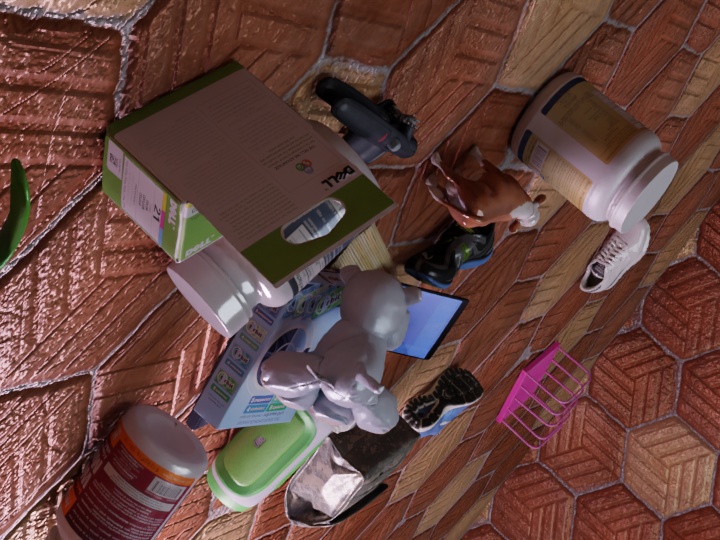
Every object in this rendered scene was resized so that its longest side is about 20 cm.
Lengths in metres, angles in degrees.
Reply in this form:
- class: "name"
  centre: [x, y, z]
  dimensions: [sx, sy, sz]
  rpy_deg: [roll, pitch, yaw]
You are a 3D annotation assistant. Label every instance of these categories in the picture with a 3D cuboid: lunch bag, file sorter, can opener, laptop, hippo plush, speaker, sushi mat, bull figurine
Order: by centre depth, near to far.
- class: "can opener"
  centre: [0.009, -0.149, 1.304]
  dimensions: [0.079, 0.063, 0.200]
  rpy_deg: [-50, 161, 5]
- class: "hippo plush"
  centre: [-0.019, 0.075, 1.444]
  dimensions: [0.200, 0.157, 0.163]
  rpy_deg: [74, 31, -66]
- class: "bull figurine"
  centre: [0.159, -0.100, 1.637]
  dimensions: [0.065, 0.121, 0.199]
  rpy_deg: [-55, 160, 21]
- class: "sushi mat"
  centre: [0.000, 0.000, 1.641]
  dimensions: [0.096, 0.012, 0.200]
  rpy_deg: [-47, 161, -6]
- class: "speaker"
  centre: [-0.111, 0.224, 1.673]
  dimensions: [0.200, 0.089, 0.088]
  rpy_deg: [-46, 162, 16]
- class: "laptop"
  centre: [0.023, 0.103, 1.710]
  dimensions: [0.200, 0.103, 0.178]
  rpy_deg: [-40, 167, -33]
- class: "lunch bag"
  centre: [-0.021, 0.322, 2.049]
  dimensions: [0.163, 0.118, 0.201]
  rpy_deg: [-26, 156, -48]
- class: "file sorter"
  centre: [0.428, 0.295, 2.961]
  dimensions: [0.138, 0.125, 0.201]
  rpy_deg: [-34, 156, -37]

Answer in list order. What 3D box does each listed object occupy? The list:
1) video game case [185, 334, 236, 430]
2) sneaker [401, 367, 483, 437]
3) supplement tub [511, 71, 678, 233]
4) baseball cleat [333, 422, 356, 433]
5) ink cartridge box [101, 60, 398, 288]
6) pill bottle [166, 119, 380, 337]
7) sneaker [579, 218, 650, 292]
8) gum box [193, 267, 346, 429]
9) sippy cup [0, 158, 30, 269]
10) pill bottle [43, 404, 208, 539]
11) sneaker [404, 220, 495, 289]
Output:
- class: "video game case"
  centre: [-0.122, 0.116, 1.584]
  dimensions: [0.199, 0.019, 0.144]
  rpy_deg: [-20, 145, -56]
- class: "sneaker"
  centre: [0.142, 0.248, 2.344]
  dimensions: [0.198, 0.079, 0.089]
  rpy_deg: [-25, 158, -33]
- class: "supplement tub"
  centre: [0.322, -0.160, 1.761]
  dimensions: [0.144, 0.200, 0.145]
  rpy_deg: [-41, 160, -19]
- class: "baseball cleat"
  centre: [-0.036, 0.187, 1.807]
  dimensions: [0.106, 0.070, 0.200]
  rpy_deg: [-46, -175, -32]
- class: "ink cartridge box"
  centre: [-0.092, -0.061, 1.039]
  dimensions: [0.147, 0.200, 0.076]
  rpy_deg: [-34, 156, -35]
- class: "pill bottle"
  centre: [-0.084, -0.037, 1.226]
  dimensions: [0.200, 0.119, 0.120]
  rpy_deg: [-43, 160, -14]
- class: "sneaker"
  centre: [0.530, -0.031, 2.664]
  dimensions: [0.080, 0.076, 0.201]
  rpy_deg: [-10, 137, -47]
- class: "gum box"
  centre: [-0.090, 0.090, 1.508]
  dimensions: [0.202, 0.044, 0.169]
  rpy_deg: [-60, 155, 11]
- class: "sippy cup"
  centre: [-0.294, -0.046, 0.752]
  dimensions: [0.178, 0.138, 0.132]
  rpy_deg: [-36, 148, -56]
- class: "pill bottle"
  centre: [-0.262, 0.255, 1.395]
  dimensions: [0.201, 0.109, 0.109]
  rpy_deg: [-53, 160, 11]
- class: "sneaker"
  centre: [0.127, -0.034, 1.792]
  dimensions: [0.199, 0.070, 0.084]
  rpy_deg: [-28, 138, -48]
